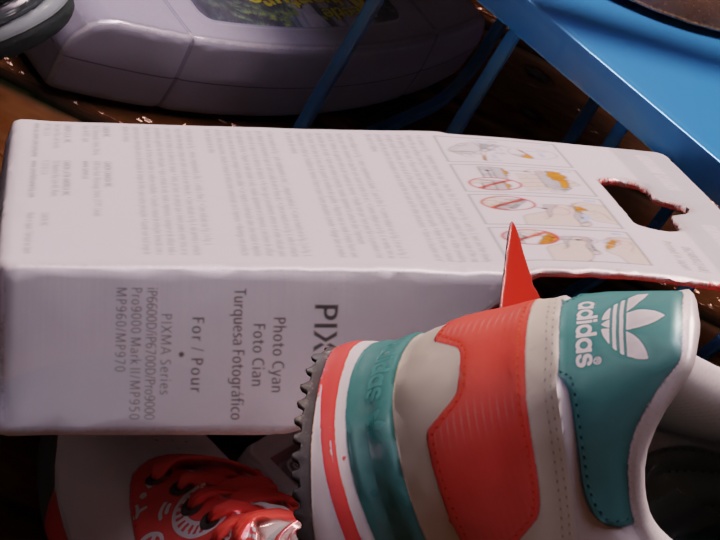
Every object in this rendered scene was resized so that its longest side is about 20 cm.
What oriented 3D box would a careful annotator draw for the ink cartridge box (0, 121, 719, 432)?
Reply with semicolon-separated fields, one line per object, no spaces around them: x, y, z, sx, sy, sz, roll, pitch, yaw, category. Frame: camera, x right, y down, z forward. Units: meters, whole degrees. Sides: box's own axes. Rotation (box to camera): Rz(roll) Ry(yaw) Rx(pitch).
0.000;0.000;0.717;0.199;0.048;0.160;2;15;-7;ink cartridge box

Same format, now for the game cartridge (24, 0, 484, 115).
-0.051;-0.111;0.949;0.199;0.041;0.133;-7;53;-44;game cartridge

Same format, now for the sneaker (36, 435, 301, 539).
-0.017;0.078;0.662;0.067;0.108;0.202;6;41;-33;sneaker

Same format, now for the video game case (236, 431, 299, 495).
0.070;0.103;0.775;0.200;0.018;0.143;45;35;13;video game case

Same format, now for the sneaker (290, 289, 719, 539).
0.074;0.072;0.516;0.200;0.093;0.071;47;36;-36;sneaker

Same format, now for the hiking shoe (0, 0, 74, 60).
-0.149;-0.151;0.843;0.074;0.087;0.200;-27;48;-16;hiking shoe

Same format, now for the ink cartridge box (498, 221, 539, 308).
0.073;0.109;0.615;0.047;0.200;0.161;-7;46;16;ink cartridge box

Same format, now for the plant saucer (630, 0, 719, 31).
0.091;-0.157;0.904;0.199;0.032;0.201;21;33;-15;plant saucer

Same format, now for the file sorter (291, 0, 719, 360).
0.096;-0.031;0.883;0.200;0.123;0.139;42;34;15;file sorter
